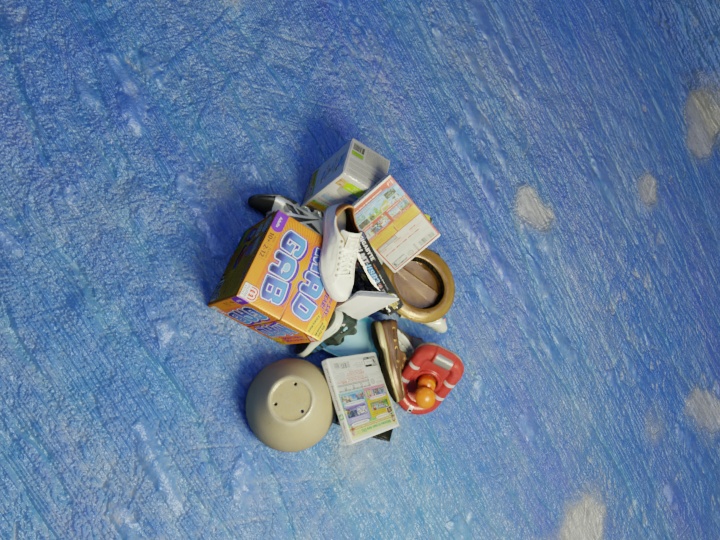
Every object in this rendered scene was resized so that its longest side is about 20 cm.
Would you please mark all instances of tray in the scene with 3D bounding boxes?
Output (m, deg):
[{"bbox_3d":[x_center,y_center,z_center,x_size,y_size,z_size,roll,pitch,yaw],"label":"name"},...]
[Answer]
[{"bbox_3d":[-0.013,0.079,1.219,0.107,0.200,0.022,4,69,-30],"label":"tray"}]

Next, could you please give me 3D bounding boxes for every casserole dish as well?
[{"bbox_3d":[-0.031,0.158,1.354,0.200,0.039,0.122,27,68,-24],"label":"casserole dish"}]

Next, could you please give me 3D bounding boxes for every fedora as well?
[{"bbox_3d":[0.134,0.039,1.383,0.200,0.082,0.201,4,74,-15],"label":"fedora"}]

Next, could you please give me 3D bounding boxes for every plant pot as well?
[{"bbox_3d":[-0.146,0.278,1.169,0.199,0.135,0.201,2,73,-6],"label":"plant pot"}]

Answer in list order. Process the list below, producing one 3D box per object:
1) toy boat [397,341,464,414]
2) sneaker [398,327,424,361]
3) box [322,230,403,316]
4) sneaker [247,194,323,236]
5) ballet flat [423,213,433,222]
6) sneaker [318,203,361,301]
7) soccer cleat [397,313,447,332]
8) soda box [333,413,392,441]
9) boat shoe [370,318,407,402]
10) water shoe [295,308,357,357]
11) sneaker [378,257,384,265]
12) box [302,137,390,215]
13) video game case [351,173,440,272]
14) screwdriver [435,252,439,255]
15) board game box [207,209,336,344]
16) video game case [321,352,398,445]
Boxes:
[{"bbox_3d":[0.158,0.280,1.344,0.130,0.200,0.131,27,34,-2],"label":"toy boat"},{"bbox_3d":[0.128,0.201,1.434,0.200,0.077,0.082,47,34,-14],"label":"sneaker"},{"bbox_3d":[0.000,0.000,1.294,0.050,0.200,0.199,-34,105,-15],"label":"box"},{"bbox_3d":[-0.171,-0.116,1.302,0.199,0.074,0.089,17,71,-26],"label":"sneaker"},{"bbox_3d":[0.125,-0.060,1.433,0.067,0.201,0.067,16,29,-5],"label":"ballet flat"},{"bbox_3d":[-0.037,-0.037,1.124,0.073,0.085,0.201,-2,87,-33],"label":"sneaker"},{"bbox_3d":[0.140,0.107,1.451,0.200,0.069,0.078,41,68,-10],"label":"soccer cleat"},{"bbox_3d":[-0.017,0.340,1.309,0.200,0.071,0.064,26,70,-24],"label":"soda box"},{"bbox_3d":[0.081,0.213,1.337,0.067,0.072,0.201,-12,84,-15],"label":"boat shoe"},{"bbox_3d":[-0.077,0.152,1.233,0.079,0.200,0.072,21,56,-23],"label":"water shoe"},{"bbox_3d":[0.038,-0.103,1.379,0.200,0.073,0.116,-69,145,-44],"label":"sneaker"},{"bbox_3d":[-0.037,-0.205,1.320,0.112,0.200,0.102,27,61,-25],"label":"box"},{"bbox_3d":[0.072,-0.103,1.268,0.143,0.017,0.200,-40,119,10],"label":"video game case"},{"bbox_3d":[0.128,-0.041,1.492,0.199,0.028,0.029,5,108,-27],"label":"screwdriver"},{"bbox_3d":[-0.172,0.025,1.200,0.200,0.200,0.201,32,67,-23],"label":"board game box"},{"bbox_3d":[0.003,0.279,1.246,0.200,0.022,0.183,5,62,-57],"label":"video game case"}]
